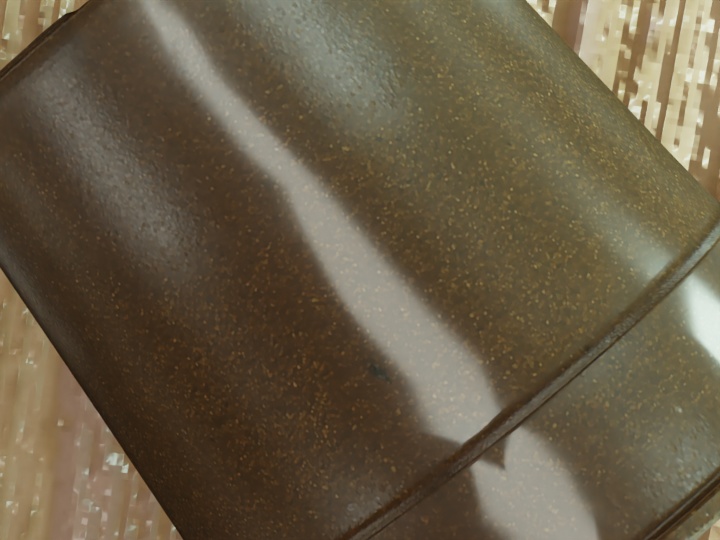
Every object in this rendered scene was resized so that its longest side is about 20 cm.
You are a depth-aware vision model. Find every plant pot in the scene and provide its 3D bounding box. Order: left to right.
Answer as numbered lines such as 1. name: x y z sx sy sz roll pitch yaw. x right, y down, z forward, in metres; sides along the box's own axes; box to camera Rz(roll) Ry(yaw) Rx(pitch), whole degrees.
1. plant pot: 0.000 0.000 0.785 0.200 0.200 0.198 -39 93 2
